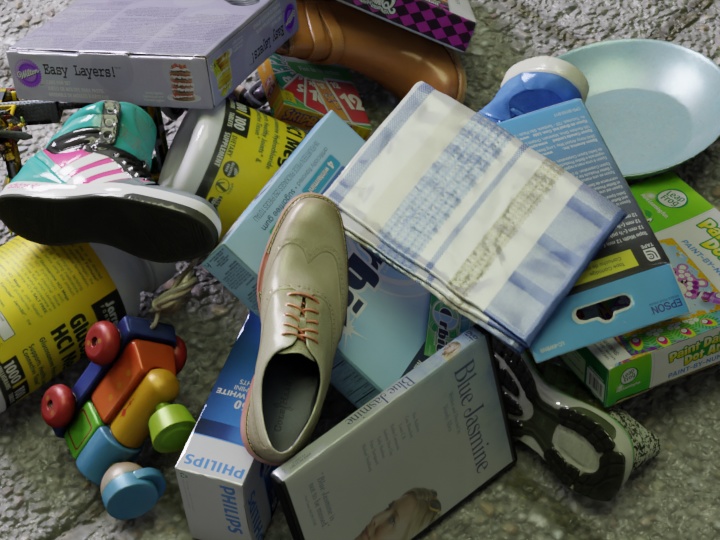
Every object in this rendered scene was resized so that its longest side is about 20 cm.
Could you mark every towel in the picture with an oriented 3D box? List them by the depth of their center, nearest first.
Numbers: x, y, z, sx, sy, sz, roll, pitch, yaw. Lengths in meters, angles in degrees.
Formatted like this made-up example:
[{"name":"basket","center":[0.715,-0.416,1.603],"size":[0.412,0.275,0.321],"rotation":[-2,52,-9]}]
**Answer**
[{"name":"towel","center":[0.081,-0.043,1.301],"size":[0.199,0.024,0.147],"rotation":[33,70,15]}]

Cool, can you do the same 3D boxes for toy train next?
[{"name":"toy train","center":[-0.156,0.088,1.328],"size":[0.084,0.200,0.116],"rotation":[14,34,-44]}]

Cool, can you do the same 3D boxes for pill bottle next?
[{"name":"pill bottle","center":[-0.256,0.022,1.426],"size":[0.199,0.113,0.112],"rotation":[-35,56,-21]},{"name":"pill bottle","center":[-0.062,-0.062,1.446],"size":[0.198,0.113,0.113],"rotation":[22,49,-17]}]

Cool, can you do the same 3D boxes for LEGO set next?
[{"name":"LEGO set","center":[-0.246,-0.090,1.501],"size":[0.198,0.155,0.116],"rotation":[3,33,-2]}]

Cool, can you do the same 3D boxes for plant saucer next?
[{"name":"plant saucer","center":[0.237,-0.136,1.554],"size":[0.199,0.039,0.202],"rotation":[-8,42,7]}]

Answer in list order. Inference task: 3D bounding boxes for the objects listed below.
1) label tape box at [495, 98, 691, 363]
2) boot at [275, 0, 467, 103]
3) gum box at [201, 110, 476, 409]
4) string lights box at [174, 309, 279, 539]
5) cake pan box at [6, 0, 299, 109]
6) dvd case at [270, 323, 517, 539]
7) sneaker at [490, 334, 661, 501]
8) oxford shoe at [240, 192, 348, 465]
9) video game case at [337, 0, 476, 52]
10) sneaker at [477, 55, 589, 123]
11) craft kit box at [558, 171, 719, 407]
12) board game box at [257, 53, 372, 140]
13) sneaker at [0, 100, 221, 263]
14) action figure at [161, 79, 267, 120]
[{"name":"label tape box","center":[0.148,-0.023,1.351],"size":[0.142,0.066,0.201],"rotation":[-17,68,-19]},{"name":"boot","center":[-0.008,-0.207,1.569],"size":[0.154,0.077,0.200],"rotation":[-6,47,-50]},{"name":"gum box","center":[0.000,0.000,1.354],"size":[0.200,0.044,0.170],"rotation":[43,53,-8]},{"name":"string lights box","center":[-0.076,0.108,1.355],"size":[0.058,0.103,0.201],"rotation":[14,53,14]},{"name":"cake pan box","center":[-0.176,-0.197,1.465],"size":[0.198,0.053,0.184],"rotation":[4,28,20]},{"name":"dvd case","center":[0.031,0.147,1.288],"size":[0.199,0.144,0.018],"rotation":[-35,42,-21]},{"name":"sneaker","center":[0.159,0.105,1.374],"size":[0.088,0.077,0.200],"rotation":[-7,40,-43]},{"name":"oxford shoe","center":[-0.040,0.042,1.248],"size":[0.070,0.074,0.202],"rotation":[7,84,-10]},{"name":"video game case","center":[0.007,-0.275,1.604],"size":[0.198,0.036,0.182],"rotation":[21,19,-9]},{"name":"sneaker","center":[0.116,-0.097,1.464],"size":[0.076,0.199,0.112],"rotation":[33,58,-19]},{"name":"craft kit box","center":[0.229,0.010,1.406],"size":[0.196,0.049,0.200],"rotation":[-17,39,-22]},{"name":"board game box","center":[-0.057,-0.197,1.613],"size":[0.095,0.030,0.201],"rotation":[14,34,-30]},{"name":"sneaker","center":[-0.179,-0.074,1.359],"size":[0.198,0.084,0.121],"rotation":[8,52,26]},{"name":"action figure","center":[-0.116,-0.139,1.578],"size":[0.129,0.070,0.200],"rotation":[-20,58,-34]}]
